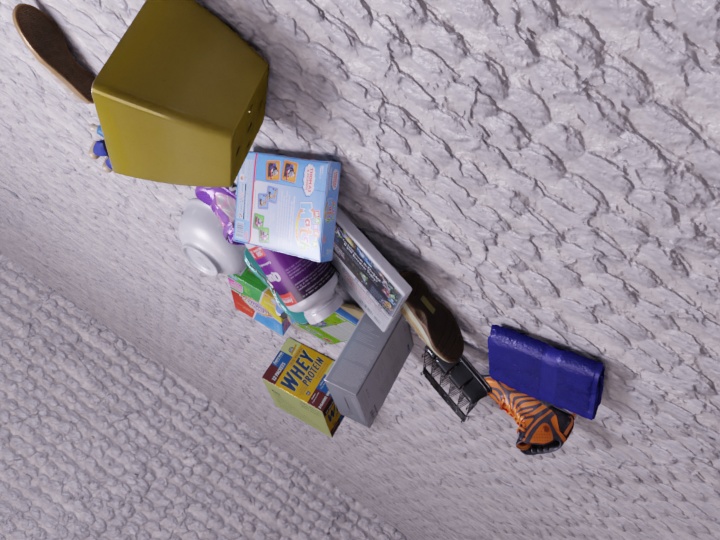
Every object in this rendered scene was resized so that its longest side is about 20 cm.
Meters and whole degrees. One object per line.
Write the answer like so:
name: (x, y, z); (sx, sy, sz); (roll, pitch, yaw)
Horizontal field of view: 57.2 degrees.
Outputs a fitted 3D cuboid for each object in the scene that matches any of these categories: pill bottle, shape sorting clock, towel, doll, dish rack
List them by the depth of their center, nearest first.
towel: (0.315, 0.168, 1.127); (0.197, 0.050, 0.149); (20, 144, 28)
pill bottle: (-0.116, -0.006, 1.201); (0.112, 0.112, 0.202); (-13, 113, 56)
dish rack: (0.182, 0.220, 1.310); (0.154, 0.054, 0.201); (50, 166, 23)
doll: (-0.496, -0.248, 1.346); (0.198, 0.049, 0.137); (0, 139, 49)
shape sorting clock: (-0.058, 0.107, 1.404); (0.195, 0.040, 0.201); (3, 151, 1)

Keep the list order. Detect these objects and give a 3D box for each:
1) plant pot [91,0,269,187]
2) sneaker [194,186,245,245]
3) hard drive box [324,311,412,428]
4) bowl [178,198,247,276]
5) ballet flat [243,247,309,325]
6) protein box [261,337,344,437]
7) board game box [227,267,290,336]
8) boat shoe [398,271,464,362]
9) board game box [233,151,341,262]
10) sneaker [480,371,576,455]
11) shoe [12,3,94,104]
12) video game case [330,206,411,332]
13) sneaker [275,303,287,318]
plant pot: (-0.234, -0.234, 0.927); (0.173, 0.203, 0.201); (21, 154, -3)
sneaker: (-0.241, -0.099, 1.262); (0.198, 0.089, 0.081); (33, 156, 4)
hard drive box: (0.023, 0.182, 1.306); (0.076, 0.202, 0.157); (20, 151, 24)
bowl: (-0.324, -0.053, 1.433); (0.198, 0.091, 0.202); (27, 153, 15)
ballet flat: (-0.151, 0.024, 1.306); (0.200, 0.067, 0.070); (48, -174, 10)
protein box: (-0.136, 0.319, 1.795); (0.196, 0.136, 0.201); (24, 153, 20)
board game box: (-0.243, 0.069, 1.600); (0.151, 0.041, 0.201); (28, 153, 11)
boat shoe: (0.113, 0.082, 1.192); (0.202, 0.072, 0.076); (56, 152, -17)
board game box: (-0.123, -0.107, 1.064); (0.197, 0.155, 0.036); (14, -167, 36)
sneaker: (0.296, 0.271, 1.241); (0.197, 0.113, 0.078); (20, 151, 27)
shoe: (-0.540, -0.372, 1.160); (0.052, 0.071, 0.201); (4, 145, 31)
video game case: (0.000, 0.000, 1.164); (0.200, 0.023, 0.182); (48, 157, 12)
sneaker: (-0.147, 0.038, 1.416); (0.077, 0.076, 0.200); (40, 144, -1)
